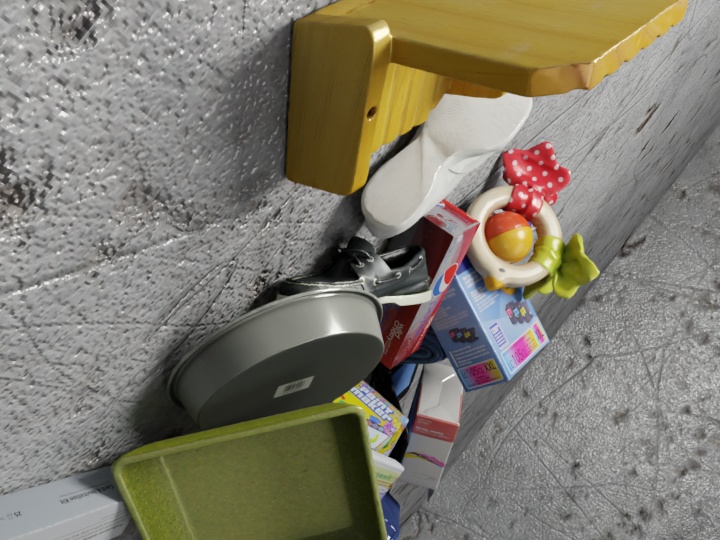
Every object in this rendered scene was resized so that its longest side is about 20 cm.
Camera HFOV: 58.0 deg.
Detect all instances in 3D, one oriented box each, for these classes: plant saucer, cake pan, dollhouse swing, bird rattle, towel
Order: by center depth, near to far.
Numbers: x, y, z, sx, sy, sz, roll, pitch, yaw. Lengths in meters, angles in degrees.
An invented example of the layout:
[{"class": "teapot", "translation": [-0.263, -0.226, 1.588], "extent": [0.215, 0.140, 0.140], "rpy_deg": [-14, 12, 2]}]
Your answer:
[{"class": "dollhouse swing", "translation": [0.083, -0.122, 0.451], "extent": [0.200, 0.176, 0.182], "rpy_deg": [-38, 154, -34]}, {"class": "plant saucer", "translation": [-0.085, 0.199, 0.565], "extent": [0.200, 0.048, 0.200], "rpy_deg": [-12, 119, -5]}, {"class": "cake pan", "translation": [-0.064, 0.087, 0.567], "extent": [0.200, 0.037, 0.200], "rpy_deg": [-22, 153, -12]}, {"class": "bird rattle", "translation": [0.205, -0.055, 0.813], "extent": [0.163, 0.200, 0.113], "rpy_deg": [-17, 179, -18]}, {"class": "towel", "translation": [0.121, 0.083, 0.934], "extent": [0.200, 0.112, 0.049], "rpy_deg": [-19, 99, -49]}]

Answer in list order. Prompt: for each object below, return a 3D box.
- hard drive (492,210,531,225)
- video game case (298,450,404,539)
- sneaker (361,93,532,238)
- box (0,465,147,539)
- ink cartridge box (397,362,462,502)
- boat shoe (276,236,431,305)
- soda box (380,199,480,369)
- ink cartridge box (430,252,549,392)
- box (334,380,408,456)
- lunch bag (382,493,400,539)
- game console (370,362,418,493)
[{"class": "hard drive", "translation": [0.236, -0.060, 1.039], "extent": [0.132, 0.025, 0.200], "rpy_deg": [-41, 155, -27]}, {"class": "video game case", "translation": [-0.031, 0.277, 0.715], "extent": [0.182, 0.022, 0.200], "rpy_deg": [-50, 156, -7]}, {"class": "sneaker", "translation": [0.077, -0.107, 0.622], "extent": [0.200, 0.075, 0.088], "rpy_deg": [-42, 169, -8]}, {"class": "box", "translation": [-0.275, 0.250, 0.497], "extent": [0.200, 0.041, 0.156], "rpy_deg": [-55, 157, 11]}, {"class": "ink cartridge box", "translation": [0.103, 0.254, 1.012], "extent": [0.117, 0.067, 0.200], "rpy_deg": [-72, 174, -53]}, {"class": "boat shoe", "translation": [0.002, 0.000, 0.624], "extent": [0.199, 0.074, 0.066], "rpy_deg": [-1, 100, -43]}, {"class": "soda box", "translation": [0.060, 0.015, 0.751], "extent": [0.063, 0.070, 0.200], "rpy_deg": [-26, 147, -48]}, {"class": "ink cartridge box", "translation": [0.149, 0.037, 0.850], "extent": [0.076, 0.200, 0.136], "rpy_deg": [-30, 178, 41]}, {"class": "box", "translation": [-0.072, 0.248, 0.778], "extent": [0.193, 0.122, 0.200], "rpy_deg": [-23, 143, -50]}, {"class": "lunch bag", "translation": [-0.026, 0.380, 1.026], "extent": [0.136, 0.132, 0.200], "rpy_deg": [-40, 176, 0]}, {"class": "game console", "translation": [0.070, 0.218, 1.017], "extent": [0.176, 0.116, 0.200], "rpy_deg": [-36, 154, -34]}]
